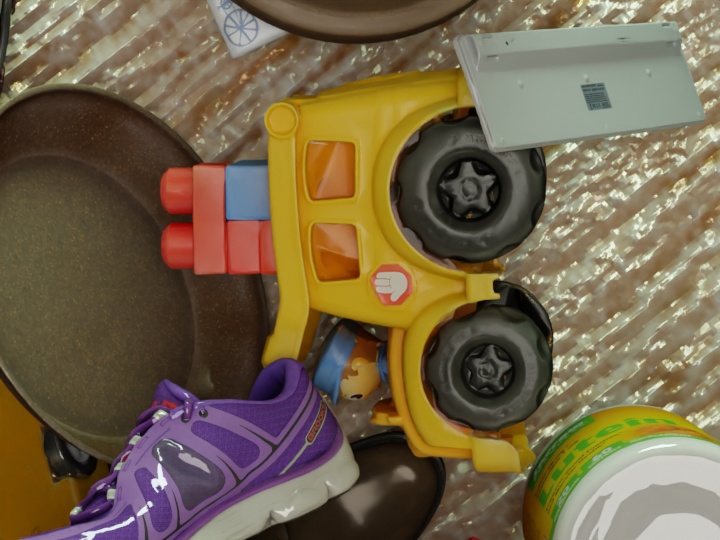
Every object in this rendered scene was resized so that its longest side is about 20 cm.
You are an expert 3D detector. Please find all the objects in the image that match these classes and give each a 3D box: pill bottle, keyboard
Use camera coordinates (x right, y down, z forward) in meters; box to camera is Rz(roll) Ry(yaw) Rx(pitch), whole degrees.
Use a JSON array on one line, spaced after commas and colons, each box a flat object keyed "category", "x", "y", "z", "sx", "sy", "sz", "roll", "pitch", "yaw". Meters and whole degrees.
[{"category": "pill bottle", "x": 0.136, "y": 0.124, "z": 1.125, "sx": 0.111, "sy": 0.200, "sz": 0.111, "roll": 0, "pitch": 93, "yaw": -2}, {"category": "keyboard", "x": 0.111, "y": -0.091, "z": 1.127, "sx": 0.011, "sy": 0.200, "sz": 0.056, "roll": -15, "pitch": 87, "yaw": 38}]

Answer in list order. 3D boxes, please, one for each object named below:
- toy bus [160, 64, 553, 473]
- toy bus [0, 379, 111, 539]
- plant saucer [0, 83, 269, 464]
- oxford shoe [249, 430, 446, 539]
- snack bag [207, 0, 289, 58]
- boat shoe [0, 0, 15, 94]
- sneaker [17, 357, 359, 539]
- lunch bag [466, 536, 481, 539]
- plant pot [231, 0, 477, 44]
[{"category": "toy bus", "x": 0.000, "y": 0.000, "z": 1.149, "sx": 0.192, "sy": 0.136, "sz": 0.200, "roll": -4, "pitch": 96, "yaw": 4}, {"category": "toy bus", "x": -0.137, "y": 0.135, "z": 1.135, "sx": 0.065, "sy": 0.078, "sz": 0.200, "roll": -27, "pitch": 68, "yaw": 27}, {"category": "plant saucer", "x": -0.127, "y": 0.007, "z": 1.135, "sx": 0.037, "sy": 0.200, "sz": 0.201, "roll": -25, "pitch": 96, "yaw": 38}, {"category": "oxford shoe", "x": -0.036, "y": 0.158, "z": 1.180, "sx": 0.200, "sy": 0.084, "sz": 0.073, "roll": -41, "pitch": 93, "yaw": -1}, {"category": "snack bag", "x": -0.011, "y": -0.230, "z": 1.186, "sx": 0.200, "sy": 0.021, "sz": 0.189, "roll": -22, "pitch": 94, "yaw": -1}, {"category": "boat shoe", "x": -0.220, "y": -0.084, "z": 1.168, "sx": 0.074, "sy": 0.063, "sz": 0.202, "roll": 14, "pitch": 95, "yaw": -6}, {"category": "sneaker", "x": -0.094, "y": 0.098, "z": 1.063, "sx": 0.200, "sy": 0.081, "sz": 0.084, "roll": -26, "pitch": 95, "yaw": -40}, {"category": "lunch bag", "x": 0.018, "y": 0.207, "z": 1.128, "sx": 0.082, "sy": 0.200, "sz": 0.176, "roll": 33, "pitch": 93, "yaw": 1}, {"category": "plant pot", "x": 0.005, "y": -0.211, "z": 1.091, "sx": 0.200, "sy": 0.175, "sz": 0.201, "roll": 0, "pitch": 91, "yaw": -6}]
